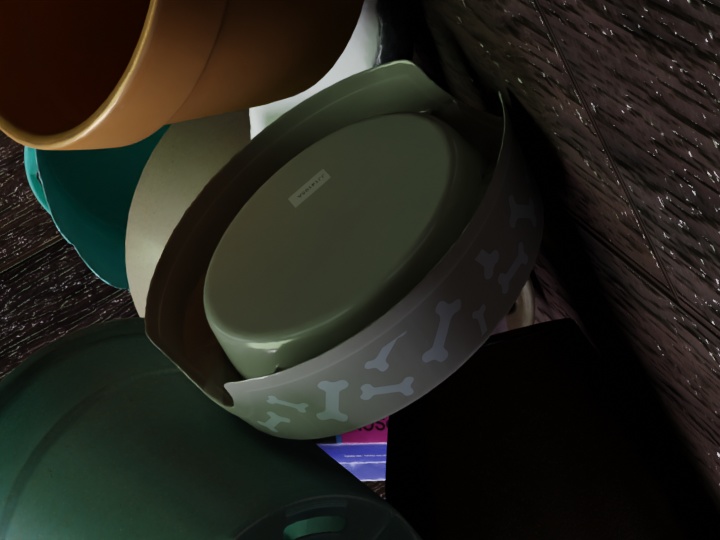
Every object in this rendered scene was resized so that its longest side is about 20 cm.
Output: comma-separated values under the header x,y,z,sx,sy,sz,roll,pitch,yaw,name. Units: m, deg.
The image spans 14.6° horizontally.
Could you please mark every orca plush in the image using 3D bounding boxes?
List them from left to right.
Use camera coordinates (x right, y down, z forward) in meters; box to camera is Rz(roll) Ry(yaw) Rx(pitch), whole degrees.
x,y,z,sx,sy,sz,roll,pitch,yaw,name
-0.011,-0.126,1.443,0.105,0.071,0.201,16,144,11,orca plush

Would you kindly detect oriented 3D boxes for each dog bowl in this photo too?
x,y,z,sx,sy,sz,roll,pitch,yaw,name
-0.003,-0.007,1.294,0.059,0.200,0.200,51,-178,-31,dog bowl

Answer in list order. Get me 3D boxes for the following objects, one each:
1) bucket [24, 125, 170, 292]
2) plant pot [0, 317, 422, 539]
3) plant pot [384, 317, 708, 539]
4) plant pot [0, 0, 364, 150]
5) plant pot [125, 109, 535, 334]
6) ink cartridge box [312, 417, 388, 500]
x,y,z,sx,sy,sz,roll,pitch,yaw,name
-0.111,-0.085,1.749,0.208,0.206,0.135,63,176,-19,bucket
-0.074,0.146,1.339,0.196,0.200,0.201,27,149,55,plant pot
0.085,0.132,1.375,0.187,0.186,0.201,-176,70,-85,plant pot
-0.088,-0.154,1.335,0.200,0.139,0.202,-4,84,54,plant pot
0.000,0.000,1.556,0.200,0.187,0.188,26,149,50,plant pot
-0.007,0.034,1.454,0.037,0.094,0.201,-17,-79,-56,ink cartridge box
